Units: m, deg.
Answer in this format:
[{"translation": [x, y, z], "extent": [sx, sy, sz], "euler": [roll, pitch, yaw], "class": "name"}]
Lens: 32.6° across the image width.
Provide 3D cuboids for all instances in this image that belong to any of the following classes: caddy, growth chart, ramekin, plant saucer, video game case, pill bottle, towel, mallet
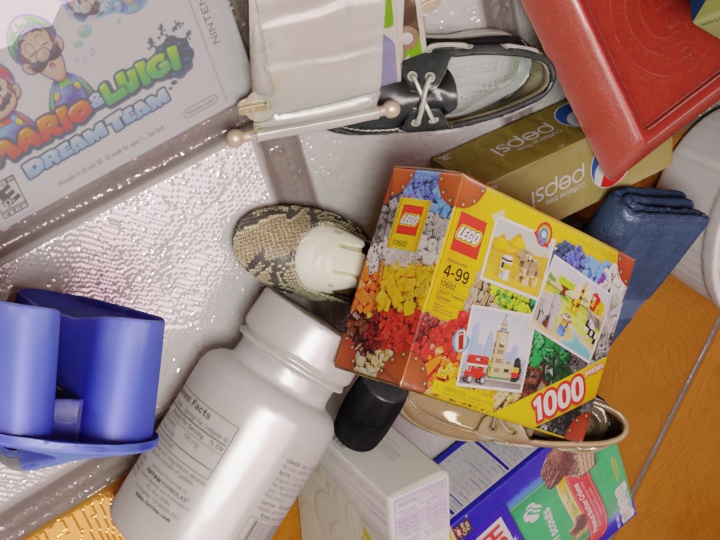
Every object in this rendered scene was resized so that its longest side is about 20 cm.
[{"translation": [-0.202, 0.067, 0.741], "extent": [0.141, 0.200, 0.105], "euler": [11, 89, -36], "class": "caddy"}, {"translation": [-0.013, -0.165, 0.792], "extent": [0.144, 0.018, 0.200], "euler": [-9, 136, -17], "class": "growth chart"}, {"translation": [0.363, -0.058, 1.143], "extent": [0.200, 0.098, 0.201], "euler": [-17, 122, -29], "class": "ramekin"}, {"translation": [0.232, -0.205, 0.964], "extent": [0.200, 0.037, 0.200], "euler": [-36, 108, -21], "class": "plant saucer"}, {"translation": [-0.175, -0.147, 0.759], "extent": [0.200, 0.024, 0.183], "euler": [-32, 127, -19], "class": "video game case"}, {"translation": [-0.084, 0.119, 0.897], "extent": [0.114, 0.114, 0.200], "euler": [32, 90, -41], "class": "pill bottle"}, {"translation": [0.201, 0.010, 1.056], "extent": [0.111, 0.049, 0.200], "euler": [2, 135, -36], "class": "towel"}, {"translation": [0.051, 0.065, 0.971], "extent": [0.200, 0.041, 0.066], "euler": [-41, 164, -42], "class": "mallet"}]

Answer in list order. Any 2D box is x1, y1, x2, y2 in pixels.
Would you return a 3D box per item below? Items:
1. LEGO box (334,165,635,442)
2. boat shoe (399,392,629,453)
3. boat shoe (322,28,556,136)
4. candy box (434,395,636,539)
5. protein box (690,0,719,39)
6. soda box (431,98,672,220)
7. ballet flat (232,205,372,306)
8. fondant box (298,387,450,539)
[{"translation": [0.094, 0.028, 0.894], "extent": [0.200, 0.077, 0.150], "euler": [20, 84, -40], "class": "LEGO box"}, {"translation": [0.128, 0.112, 1.038], "extent": [0.199, 0.065, 0.072], "euler": [9, 81, -12], "class": "boat shoe"}, {"translation": [0.055, -0.137, 0.905], "extent": [0.199, 0.060, 0.076], "euler": [-21, 124, -26], "class": "boat shoe"}, {"translation": [0.148, 0.217, 1.139], "extent": [0.200, 0.077, 0.169], "euler": [-35, 129, -16], "class": "candy box"}, {"translation": [0.350, -0.268, 0.937], "extent": [0.200, 0.135, 0.199], "euler": [13, 69, -44], "class": "protein box"}, {"translation": [0.158, -0.088, 0.999], "extent": [0.199, 0.068, 0.064], "euler": [-26, 126, -23], "class": "soda box"}, {"translation": [0.000, 0.000, 0.924], "extent": [0.200, 0.075, 0.068], "euler": [21, 86, -40], "class": "ballet flat"}, {"translation": [0.009, 0.216, 0.994], "extent": [0.058, 0.144, 0.201], "euler": [-20, 123, -27], "class": "fondant box"}]
